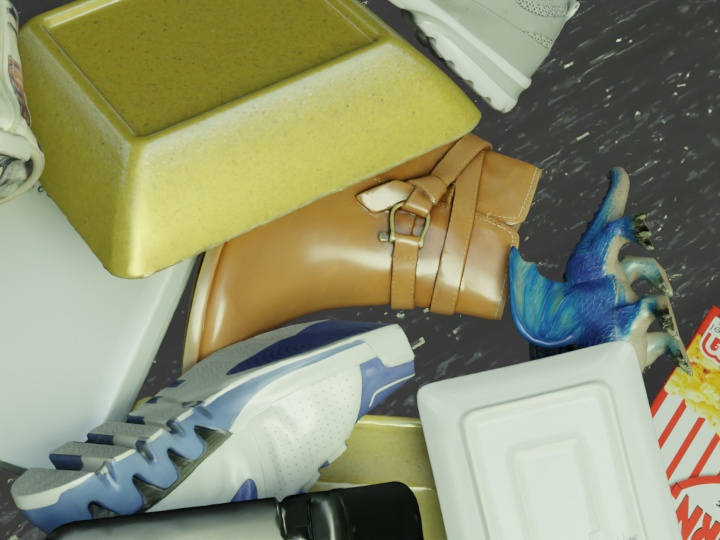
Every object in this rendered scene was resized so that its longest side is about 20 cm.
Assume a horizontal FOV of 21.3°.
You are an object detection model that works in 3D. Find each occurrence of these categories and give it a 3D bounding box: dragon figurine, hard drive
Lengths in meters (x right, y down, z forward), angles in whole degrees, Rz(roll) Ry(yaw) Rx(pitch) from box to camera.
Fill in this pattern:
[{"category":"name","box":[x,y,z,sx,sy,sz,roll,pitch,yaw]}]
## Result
[{"category":"dragon figurine","box":[0.107,0.019,0.963,0.099,0.059,0.201,-17,50,11]},{"category":"hard drive","box":[-0.153,0.004,0.977,0.131,0.026,0.201,14,72,25]}]

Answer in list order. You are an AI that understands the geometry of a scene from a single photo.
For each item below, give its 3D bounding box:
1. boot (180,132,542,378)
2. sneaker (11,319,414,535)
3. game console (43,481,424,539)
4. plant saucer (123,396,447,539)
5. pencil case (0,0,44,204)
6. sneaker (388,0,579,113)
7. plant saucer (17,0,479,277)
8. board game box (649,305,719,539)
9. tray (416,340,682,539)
[{"category":"boot","box":[0.000,0.000,0.984,0.154,0.074,0.201,22,76,0]},{"category":"sneaker","box":[-0.059,0.107,0.898,0.199,0.080,0.116,-28,106,-28]},{"category":"game console","box":[-0.041,0.200,0.830,0.115,0.176,0.202,-8,84,20]},{"category":"plant saucer","box":[-0.026,0.172,0.941,0.198,0.048,0.202,5,73,-1]},{"category":"pencil case","box":[-0.197,-0.120,0.917,0.077,0.089,0.201,18,49,-40]},{"category":"sneaker","box":[0.034,-0.174,0.993,0.082,0.075,0.200,-47,124,3]},{"category":"plant saucer","box":[-0.073,-0.099,0.947,0.199,0.049,0.200,-25,41,-18]},{"category":"board game box","box":[0.186,0.138,0.939,0.151,0.046,0.200,33,60,8]},{"category":"tray","box":[0.098,0.138,0.873,0.106,0.022,0.202,-13,79,-1]}]
